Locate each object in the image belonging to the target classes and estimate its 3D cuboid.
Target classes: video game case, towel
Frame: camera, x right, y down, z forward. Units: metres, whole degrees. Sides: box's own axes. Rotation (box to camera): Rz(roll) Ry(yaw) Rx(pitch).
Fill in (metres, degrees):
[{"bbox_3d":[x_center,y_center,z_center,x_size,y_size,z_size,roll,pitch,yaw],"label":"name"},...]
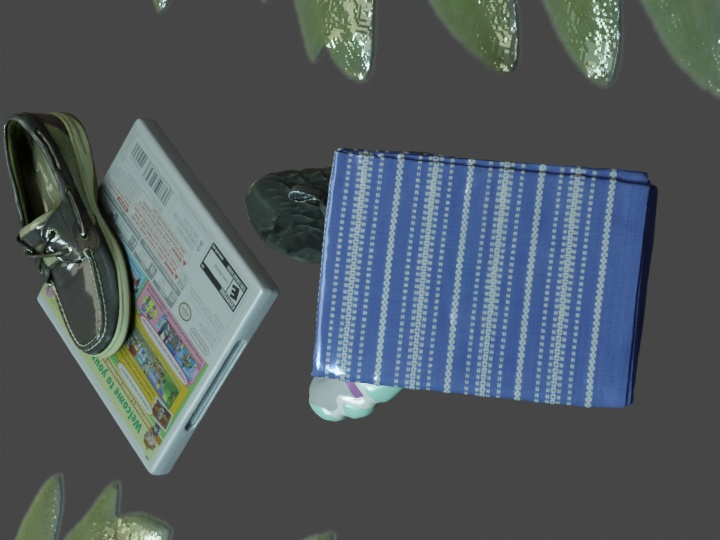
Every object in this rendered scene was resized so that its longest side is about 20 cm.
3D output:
[{"bbox_3d":[-0.154,0.018,1.722,0.200,0.022,0.182,52,122,34],"label":"video game case"},{"bbox_3d":[0.075,0.004,1.402,0.199,0.024,0.146,6,93,5],"label":"towel"}]

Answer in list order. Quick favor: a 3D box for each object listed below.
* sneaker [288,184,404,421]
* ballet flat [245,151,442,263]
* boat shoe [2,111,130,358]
[{"bbox_3d":[0.000,0.000,1.475,0.200,0.140,0.078,-43,18,27],"label":"sneaker"},{"bbox_3d":[-0.010,-0.043,1.569,0.200,0.057,0.067,-3,112,51],"label":"ballet flat"},{"bbox_3d":[-0.228,-0.027,1.737,0.073,0.065,0.201,-35,64,36],"label":"boat shoe"}]
